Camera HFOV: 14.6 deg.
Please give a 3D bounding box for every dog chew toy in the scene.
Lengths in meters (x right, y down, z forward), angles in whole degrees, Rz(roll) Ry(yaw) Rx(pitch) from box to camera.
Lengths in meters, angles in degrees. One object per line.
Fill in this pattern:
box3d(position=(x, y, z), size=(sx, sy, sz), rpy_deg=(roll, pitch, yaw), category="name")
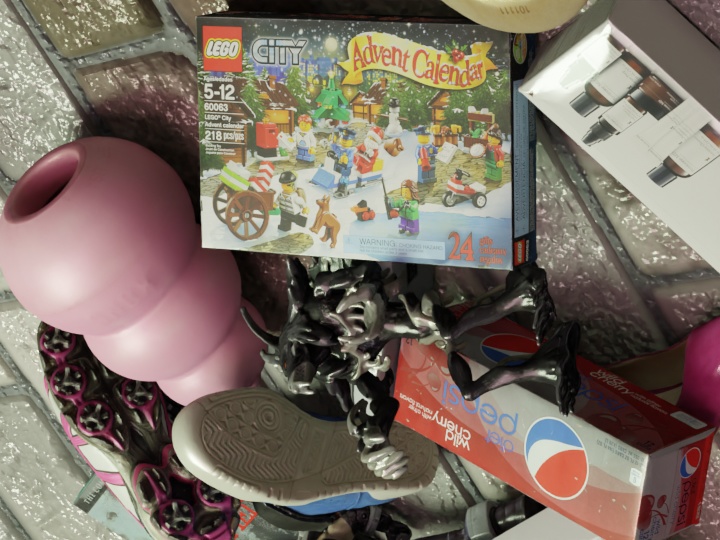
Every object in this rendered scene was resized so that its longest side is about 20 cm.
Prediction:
box3d(position=(-0.132, 0.011, 1.746), size=(0.124, 0.125, 0.200), rpy_deg=(-16, 129, 39), category="dog chew toy")

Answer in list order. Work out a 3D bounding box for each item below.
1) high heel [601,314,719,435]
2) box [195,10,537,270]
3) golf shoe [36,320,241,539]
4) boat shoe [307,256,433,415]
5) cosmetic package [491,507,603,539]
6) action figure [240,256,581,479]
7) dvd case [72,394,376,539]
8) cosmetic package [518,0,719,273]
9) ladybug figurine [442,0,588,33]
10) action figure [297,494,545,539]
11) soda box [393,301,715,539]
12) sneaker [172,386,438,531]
box3d(position=(0.164, 0.065, 1.666), size=(0.096, 0.067, 0.200), rpy_deg=(22, 152, -7), category="high heel")
box3d(position=(0.002, -0.076, 1.596), size=(0.199, 0.038, 0.137), rpy_deg=(4, 102, 26), category="box")
box3d(position=(-0.154, 0.112, 1.856), size=(0.200, 0.072, 0.092), rpy_deg=(57, 160, 13), category="golf shoe")
box3d(position=(-0.001, 0.001, 1.694), size=(0.068, 0.074, 0.200), rpy_deg=(19, 135, 22), category="boat shoe")
box3d(position=(0.101, 0.239, 1.775), size=(0.200, 0.052, 0.151), rpy_deg=(-32, 125, 16), category="cosmetic package")
box3d(position=(0.019, 0.047, 1.608), size=(0.199, 0.102, 0.119), rpy_deg=(-6, 122, 22), category="action figure")
box3d(position=(-0.089, 0.179, 1.953), size=(0.200, 0.022, 0.146), rpy_deg=(36, 138, -5), category="dvd case")
box3d(position=(0.188, -0.064, 1.538), size=(0.200, 0.051, 0.083), rpy_deg=(41, 138, -11), category="cosmetic package")
box3d(position=(0.065, -0.216, 1.445), size=(0.135, 0.072, 0.200), rpy_deg=(1, 131, 29), category="ladybug figurine")
box3d(position=(0.028, 0.203, 1.835), size=(0.199, 0.130, 0.069), rpy_deg=(-9, 150, 18), category="action figure")
box3d(position=(0.111, 0.089, 1.659), size=(0.200, 0.063, 0.070), rpy_deg=(29, 123, 39), category="soda box")
box3d(position=(-0.058, 0.123, 1.785), size=(0.200, 0.077, 0.111), rpy_deg=(4, 161, -41), category="sneaker")
